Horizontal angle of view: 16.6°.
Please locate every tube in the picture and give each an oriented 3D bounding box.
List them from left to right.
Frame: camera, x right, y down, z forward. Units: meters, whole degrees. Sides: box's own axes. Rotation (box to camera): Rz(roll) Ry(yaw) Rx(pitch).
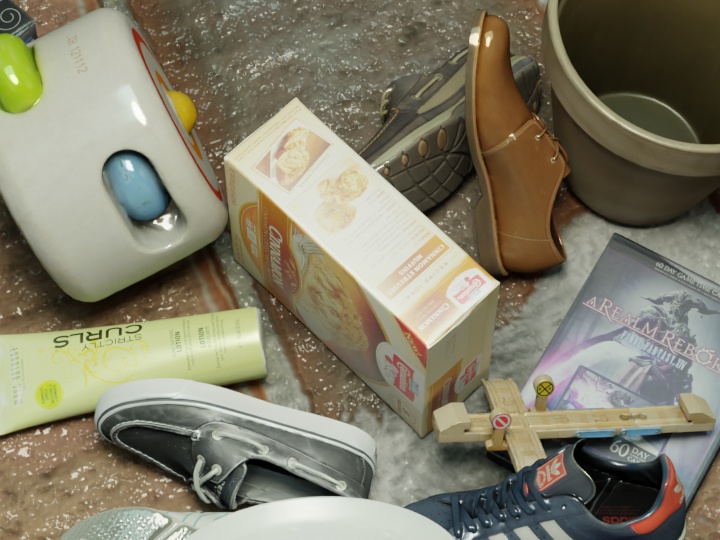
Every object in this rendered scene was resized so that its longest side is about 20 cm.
[{"bbox_3d":[-0.166,0.067,1.739,0.198,0.052,0.058,-9,23,0],"label":"tube"}]

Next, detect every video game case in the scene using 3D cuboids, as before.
[{"bbox_3d":[0.198,0.083,1.752,0.142,0.019,0.201,27,66,12],"label":"video game case"}]

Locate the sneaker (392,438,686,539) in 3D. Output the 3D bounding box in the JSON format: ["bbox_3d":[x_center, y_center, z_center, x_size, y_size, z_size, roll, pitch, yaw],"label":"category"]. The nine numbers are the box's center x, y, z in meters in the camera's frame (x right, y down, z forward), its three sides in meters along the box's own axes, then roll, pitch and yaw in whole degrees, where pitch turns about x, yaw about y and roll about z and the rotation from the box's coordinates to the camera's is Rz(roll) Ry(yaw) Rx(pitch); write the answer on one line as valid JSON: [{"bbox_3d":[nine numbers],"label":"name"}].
[{"bbox_3d":[0.114,0.150,1.605,0.198,0.085,0.075,-6,46,-3],"label":"sneaker"}]

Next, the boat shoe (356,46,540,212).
[{"bbox_3d":[0.050,-0.103,1.814,0.073,0.075,0.200,29,47,32],"label":"boat shoe"}]

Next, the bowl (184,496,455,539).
[{"bbox_3d":[-0.027,0.230,1.541,0.199,0.091,0.201,-3,26,1],"label":"bowl"}]

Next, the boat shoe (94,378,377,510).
[{"bbox_3d":[-0.090,0.130,1.691,0.198,0.072,0.068,14,49,-2],"label":"boat shoe"}]

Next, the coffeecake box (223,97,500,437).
[{"bbox_3d":[0.000,0.000,1.714,0.073,0.154,0.200,-41,70,-19],"label":"coffeecake box"}]

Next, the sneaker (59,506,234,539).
[{"bbox_3d":[-0.104,0.196,1.655,0.198,0.080,0.071,-1,78,-6],"label":"sneaker"}]

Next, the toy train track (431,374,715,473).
[{"bbox_3d":[0.149,0.096,1.695,0.198,0.033,0.115,-1,33,-13],"label":"toy train track"}]

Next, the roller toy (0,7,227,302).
[{"bbox_3d":[-0.178,-0.084,1.729,0.139,0.200,0.183,-27,81,2],"label":"roller toy"}]

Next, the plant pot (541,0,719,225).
[{"bbox_3d":[0.213,-0.126,1.765,0.198,0.174,0.201,4,61,-8],"label":"plant pot"}]

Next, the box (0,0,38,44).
[{"bbox_3d":[-0.346,-0.172,1.819,0.200,0.115,0.132,40,70,19],"label":"box"}]

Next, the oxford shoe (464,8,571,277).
[{"bbox_3d":[0.112,-0.093,1.751,0.071,0.201,0.071,-3,26,15],"label":"oxford shoe"}]
